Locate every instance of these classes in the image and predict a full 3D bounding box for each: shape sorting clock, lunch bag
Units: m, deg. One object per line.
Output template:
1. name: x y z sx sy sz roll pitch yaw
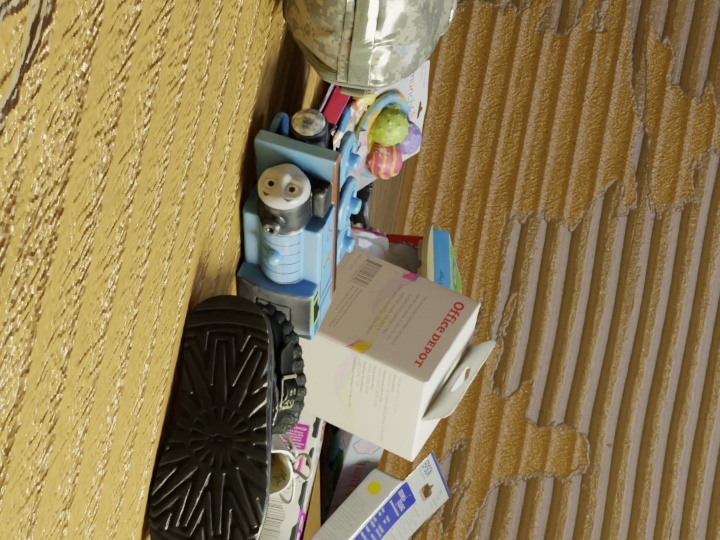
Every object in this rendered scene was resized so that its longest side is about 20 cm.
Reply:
1. shape sorting clock: 0.089 0.047 1.524 0.200 0.039 0.201 -4 90 -81
2. lunch bag: 0.014 -0.253 1.035 0.168 0.139 0.201 -84 -178 -52

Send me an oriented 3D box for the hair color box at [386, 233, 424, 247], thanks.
1. hair color box: 0.045 0.067 1.607 0.102 0.061 0.201 130 -37 -73

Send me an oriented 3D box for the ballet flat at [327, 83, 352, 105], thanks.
1. ballet flat: -0.009 -0.192 1.453 0.071 0.070 0.201 -71 173 -60

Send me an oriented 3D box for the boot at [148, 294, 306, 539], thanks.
1. boot: -0.090 0.122 1.010 0.158 0.079 0.212 67 33 -82

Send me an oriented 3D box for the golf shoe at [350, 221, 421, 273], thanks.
1. golf shoe: 0.000 0.000 1.478 0.200 0.075 0.092 20 78 -50

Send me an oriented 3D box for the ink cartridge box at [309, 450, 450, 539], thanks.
1. ink cartridge box: 0.010 0.287 1.527 0.200 0.047 0.198 -48 158 -12

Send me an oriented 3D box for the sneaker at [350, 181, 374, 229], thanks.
1. sneaker: -0.016 -0.059 1.589 0.087 0.074 0.201 -90 -169 -82

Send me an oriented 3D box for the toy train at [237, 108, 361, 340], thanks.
1. toy train: -0.051 -0.038 1.118 0.200 0.086 0.115 95 13 -53

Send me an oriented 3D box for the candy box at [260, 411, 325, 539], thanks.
1. candy box: -0.076 0.204 1.489 0.136 0.061 0.201 88 12 -77

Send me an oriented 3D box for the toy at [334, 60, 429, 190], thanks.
1. toy: 0.021 -0.129 1.431 0.200 0.047 0.116 -32 141 -39

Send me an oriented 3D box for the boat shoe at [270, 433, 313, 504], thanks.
1. boat shoe: -0.082 0.169 1.174 0.202 0.086 0.075 -64 164 -72

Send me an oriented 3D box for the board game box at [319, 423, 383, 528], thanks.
1. board game box: -0.011 0.164 1.570 0.201 0.041 0.200 -93 -166 -44

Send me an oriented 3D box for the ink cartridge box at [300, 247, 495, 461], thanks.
1. ink cartridge box: 0.020 0.083 1.369 0.129 0.199 0.126 -51 158 -41

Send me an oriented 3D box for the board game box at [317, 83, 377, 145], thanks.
1. board game box: -0.016 -0.136 1.206 0.158 0.039 0.200 -65 -176 -37
